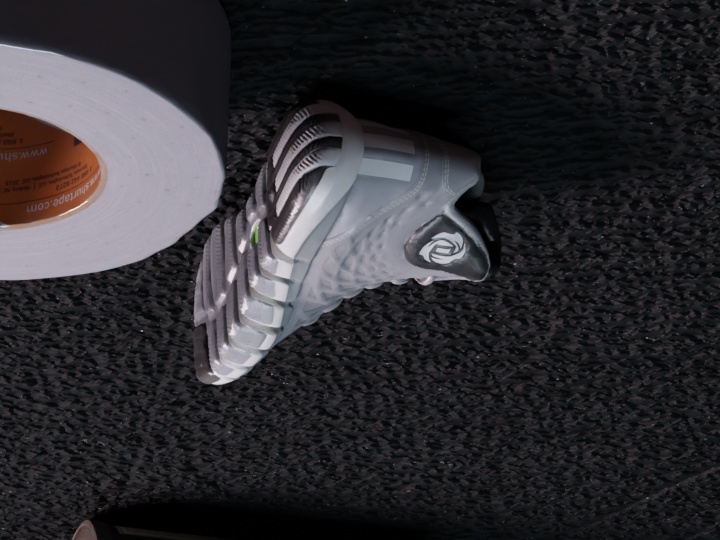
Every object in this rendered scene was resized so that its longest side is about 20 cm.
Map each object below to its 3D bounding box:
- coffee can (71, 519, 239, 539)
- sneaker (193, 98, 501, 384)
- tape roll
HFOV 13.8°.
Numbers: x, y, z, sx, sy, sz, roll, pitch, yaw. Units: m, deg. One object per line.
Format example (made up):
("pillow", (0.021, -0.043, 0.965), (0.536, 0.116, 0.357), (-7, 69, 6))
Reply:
("coffee can", (-0.067, 0.224, 1.678), (0.199, 0.147, 0.146), (8, 153, -15))
("sneaker", (0.000, 0.000, 1.306), (0.115, 0.075, 0.200), (7, 152, -17))
("tape roll", (-0.151, -0.068, 1.179), (0.200, 0.066, 0.200), (1, 153, 1))
